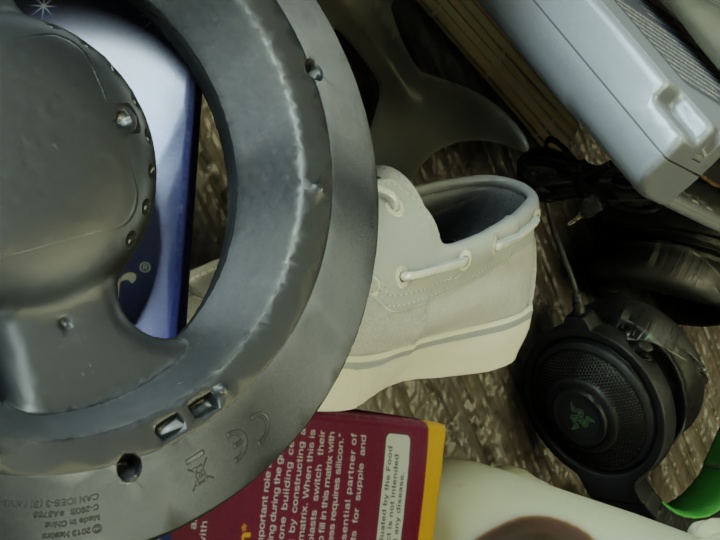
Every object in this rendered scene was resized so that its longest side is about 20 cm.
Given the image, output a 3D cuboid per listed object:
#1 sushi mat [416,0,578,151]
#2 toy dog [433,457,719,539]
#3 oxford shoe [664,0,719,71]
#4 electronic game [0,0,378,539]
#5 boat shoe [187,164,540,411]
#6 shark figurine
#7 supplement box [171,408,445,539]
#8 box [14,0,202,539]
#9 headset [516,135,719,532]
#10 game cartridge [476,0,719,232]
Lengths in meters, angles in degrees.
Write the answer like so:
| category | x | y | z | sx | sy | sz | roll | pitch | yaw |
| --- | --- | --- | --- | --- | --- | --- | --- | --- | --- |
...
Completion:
| category | x | y | z | sx | sy | sz | roll | pitch | yaw |
| --- | --- | --- | --- | --- | --- | --- | --- | --- | --- |
| sushi mat | 0.045 | -0.132 | 1.018 | 0.200 | 0.012 | 0.096 | 44 | 60 | -45 |
| toy dog | 0.094 | 0.124 | 0.961 | 0.140 | 0.200 | 0.194 | -57 | 135 | -31 |
| oxford shoe | 0.119 | -0.123 | 0.958 | 0.075 | 0.058 | 0.200 | -40 | 109 | 6 |
| electronic game | -0.090 | -0.025 | 0.688 | 0.200 | 0.042 | 0.200 | 7 | 71 | -20 |
| boat shoe | 0.000 | 0.000 | 0.876 | 0.200 | 0.072 | 0.069 | -4 | 111 | -52 |
| shark figurine | -0.021 | -0.097 | 0.907 | 0.089 | 0.128 | 0.215 | -34 | 155 | -9 |
| supplement box | -0.069 | 0.089 | 0.838 | 0.200 | 0.086 | 0.111 | 10 | 86 | -53 |
| box | -0.104 | -0.011 | 0.734 | 0.032 | 0.121 | 0.200 | 87 | 6 | -74 |
| headset | 0.119 | 0.020 | 1.066 | 0.200 | 0.094 | 0.124 | 51 | 56 | -38 |
| game cartridge | 0.097 | -0.071 | 0.974 | 0.042 | 0.133 | 0.200 | -46 | 157 | 12 |
